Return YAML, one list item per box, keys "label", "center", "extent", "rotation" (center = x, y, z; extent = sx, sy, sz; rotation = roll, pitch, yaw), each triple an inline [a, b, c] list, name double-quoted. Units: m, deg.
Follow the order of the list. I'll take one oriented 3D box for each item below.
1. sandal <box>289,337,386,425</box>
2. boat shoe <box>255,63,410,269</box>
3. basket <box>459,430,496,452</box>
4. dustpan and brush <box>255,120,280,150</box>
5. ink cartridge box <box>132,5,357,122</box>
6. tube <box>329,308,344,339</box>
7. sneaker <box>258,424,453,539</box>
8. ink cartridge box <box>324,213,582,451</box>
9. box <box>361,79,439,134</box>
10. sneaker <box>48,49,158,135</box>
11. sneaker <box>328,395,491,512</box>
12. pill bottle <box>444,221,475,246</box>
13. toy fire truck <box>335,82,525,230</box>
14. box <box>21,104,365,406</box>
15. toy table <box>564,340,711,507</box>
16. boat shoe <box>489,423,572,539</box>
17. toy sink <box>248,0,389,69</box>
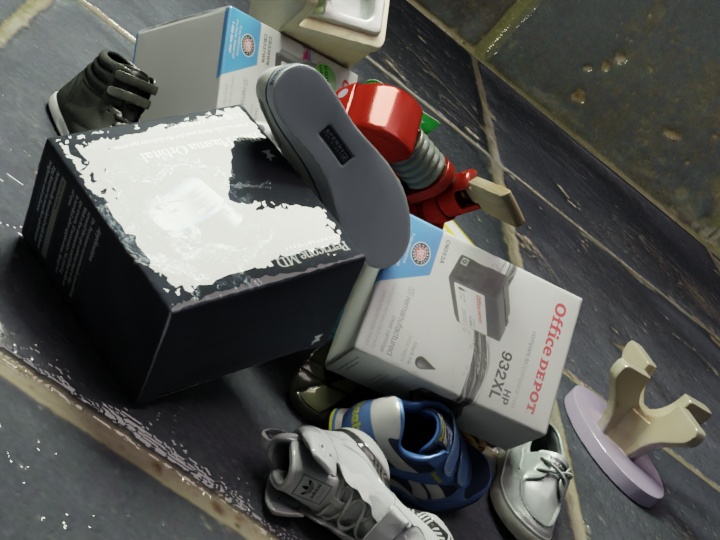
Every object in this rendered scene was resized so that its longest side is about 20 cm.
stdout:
- label: "sandal"
  center: [-0.005, 0.094, 1.297]
  extent: [0.080, 0.057, 0.201]
  rotation: [44, 36, 3]
- label: "boat shoe"
  center: [-0.032, -0.091, 1.174]
  extent: [0.202, 0.075, 0.086]
  rotation: [55, -15, -24]
- label: "basket"
  center: [0.075, 0.112, 1.423]
  extent: [0.200, 0.148, 0.143]
  rotation: [-102, 172, -60]
- label: "dustpan and brush"
  center: [-0.056, -0.115, 1.337]
  extent: [0.057, 0.140, 0.200]
  rotation: [-1, -11, 41]
- label: "ink cartridge box"
  center: [-0.125, -0.163, 1.421]
  extent: [0.200, 0.146, 0.148]
  rotation: [20, 71, -47]
- label: "tube"
  center: [0.000, 0.000, 1.388]
  extent: [0.077, 0.050, 0.200]
  rotation: [33, 62, 1]
- label: "sneaker"
  center: [-0.006, 0.196, 1.067]
  extent: [0.115, 0.075, 0.200]
  rotation: [20, 23, -46]
- label: "ink cartridge box"
  center: [0.089, 0.058, 1.249]
  extent: [0.199, 0.084, 0.146]
  rotation: [25, 66, -13]
- label: "box"
  center: [-0.006, -0.116, 1.549]
  extent: [0.117, 0.200, 0.048]
  rotation: [29, 22, -31]
- label: "sneaker"
  center: [-0.233, -0.139, 1.313]
  extent: [0.071, 0.099, 0.200]
  rotation: [20, 30, -51]
- label: "sneaker"
  center: [0.063, 0.165, 1.223]
  extent: [0.200, 0.082, 0.074]
  rotation: [25, 47, -42]
- label: "pill bottle"
  center: [0.071, -0.023, 1.632]
  extent: [0.112, 0.112, 0.200]
  rotation: [12, 35, -55]
- label: "toy fire truck"
  center: [0.056, -0.093, 1.274]
  extent: [0.176, 0.199, 0.129]
  rotation: [49, 41, -34]
- label: "box"
  center: [-0.138, -0.020, 1.109]
  extent: [0.196, 0.118, 0.200]
  rotation: [-17, 57, -39]
- label: "toy table"
  center: [0.354, 0.189, 1.714]
  extent: [0.183, 0.117, 0.200]
  rotation: [22, 26, -45]
- label: "boat shoe"
  center: [0.181, 0.213, 1.392]
  extent: [0.070, 0.072, 0.201]
  rotation: [39, 19, -8]
- label: "toy sink"
  center: [-0.036, -0.293, 1.432]
  extent: [0.112, 0.200, 0.131]
  rotation: [12, 75, -22]
